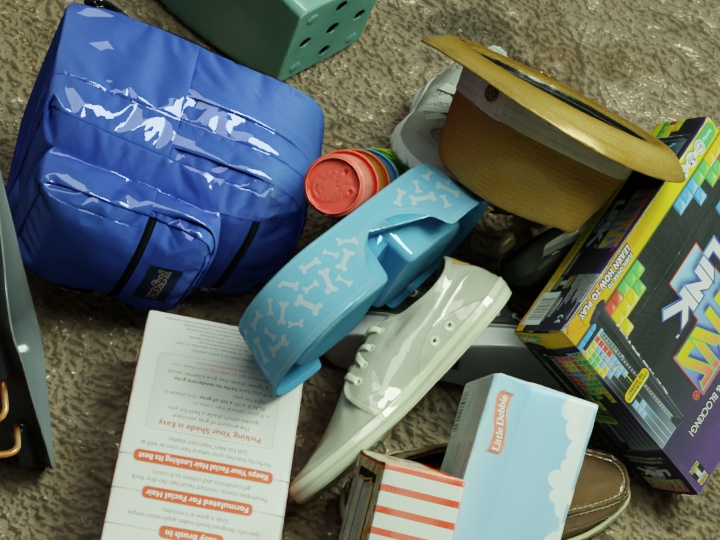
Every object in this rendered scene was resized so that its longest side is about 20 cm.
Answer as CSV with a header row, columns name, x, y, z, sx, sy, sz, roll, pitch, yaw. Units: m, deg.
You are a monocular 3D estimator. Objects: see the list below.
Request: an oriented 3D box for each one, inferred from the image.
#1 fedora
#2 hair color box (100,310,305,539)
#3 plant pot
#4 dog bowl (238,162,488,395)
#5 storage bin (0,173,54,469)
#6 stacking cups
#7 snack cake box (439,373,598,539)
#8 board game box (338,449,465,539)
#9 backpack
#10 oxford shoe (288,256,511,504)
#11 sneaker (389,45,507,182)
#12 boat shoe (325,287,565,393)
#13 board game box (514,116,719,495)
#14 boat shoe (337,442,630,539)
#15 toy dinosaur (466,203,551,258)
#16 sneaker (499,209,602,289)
name,x,y,z,sx,sy,sz,roll,pitch,yaw
fedora,0.113,-0.082,1.144,0.200,0.082,0.201,25,12,-6
hair color box,-0.101,0.131,1.116,0.110,0.064,0.201,11,52,-5
plant pot,-0.081,-0.259,1.362,0.141,0.141,0.200,-32,74,-30
dog bowl,0.000,0.000,1.126,0.050,0.112,0.200,46,54,10
storage bin,-0.267,0.049,1.066,0.134,0.200,0.146,-9,57,-6
stacking cups,-0.006,-0.056,1.199,0.060,0.200,0.061,1,93,12
snack cake box,0.073,0.167,1.045,0.067,0.115,0.201,18,83,-4
board game box,0.009,0.182,0.988,0.046,0.200,0.152,14,86,-3
backpack,-0.132,-0.058,1.192,0.199,0.163,0.169,16,61,-17
oxford shoe,0.016,0.069,1.139,0.058,0.075,0.200,41,78,1
sneaker,0.074,-0.112,1.272,0.075,0.082,0.200,36,24,-16
boat shoe,0.073,0.042,1.223,0.199,0.070,0.067,6,55,0
board game box,0.217,0.024,1.198,0.165,0.057,0.200,47,65,-22
boat shoe,0.089,0.143,1.143,0.201,0.075,0.075,-6,56,-17
toy dinosaur,0.134,-0.036,1.295,0.101,0.058,0.201,8,53,-9
sneaker,0.196,0.008,1.249,0.199,0.075,0.116,-20,84,-35
